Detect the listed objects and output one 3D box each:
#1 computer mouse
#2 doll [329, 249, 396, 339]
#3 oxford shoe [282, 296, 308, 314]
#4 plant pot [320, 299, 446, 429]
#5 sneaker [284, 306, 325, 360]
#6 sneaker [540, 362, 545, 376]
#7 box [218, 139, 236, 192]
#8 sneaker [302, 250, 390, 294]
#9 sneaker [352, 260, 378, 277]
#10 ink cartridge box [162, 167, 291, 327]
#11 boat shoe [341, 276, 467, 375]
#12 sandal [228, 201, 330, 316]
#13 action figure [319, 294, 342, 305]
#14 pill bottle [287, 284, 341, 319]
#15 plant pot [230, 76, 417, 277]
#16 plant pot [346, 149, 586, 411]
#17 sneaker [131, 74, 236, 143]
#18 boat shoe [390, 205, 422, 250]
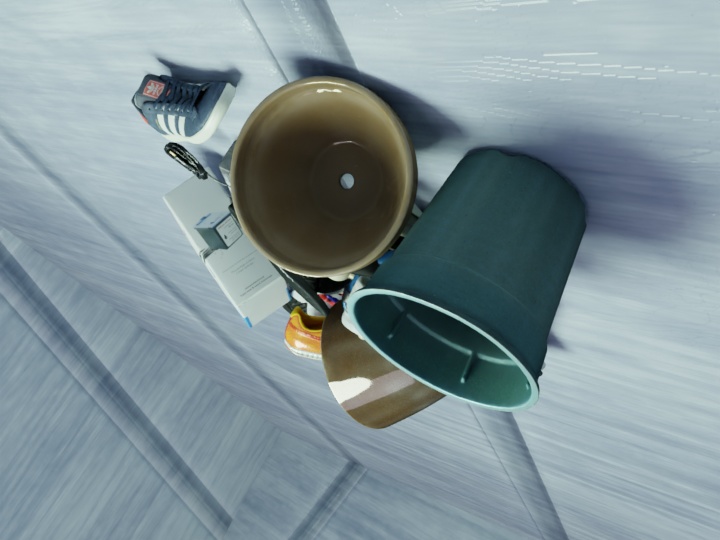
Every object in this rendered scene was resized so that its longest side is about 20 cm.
[{"bbox_3d":[-0.182,-0.104,1.075,0.199,0.034,0.059,34,162,-10],"label":"computer mouse"},{"bbox_3d":[0.041,0.035,0.957,0.199,0.137,0.048,34,-161,13],"label":"doll"},{"bbox_3d":[-0.109,0.009,1.319,0.072,0.085,0.201,-8,124,48],"label":"oxford shoe"},{"bbox_3d":[0.081,0.095,1.053,0.199,0.188,0.187,-24,129,36],"label":"plant pot"},{"bbox_3d":[-0.013,0.102,1.189,0.198,0.078,0.073,11,-161,-10],"label":"sneaker"},{"bbox_3d":[0.219,0.096,1.098,0.129,0.080,0.200,2,139,-30],"label":"sneaker"},{"bbox_3d":[-0.103,-0.086,1.129,0.157,0.049,0.200,26,161,15],"label":"box"},{"bbox_3d":[0.000,0.000,1.091,0.198,0.075,0.079,-3,165,17],"label":"sneaker"},{"bbox_3d":[-0.039,-0.083,0.928,0.200,0.116,0.075,35,-166,32],"label":"sneaker"},{"bbox_3d":[-0.193,-0.031,1.177,0.200,0.086,0.147,52,170,13],"label":"ink cartridge box"},{"bbox_3d":[0.074,0.062,0.888,0.199,0.070,0.071,25,-159,22],"label":"boat shoe"},{"bbox_3d":[-0.087,-0.018,1.007,0.201,0.048,0.075,53,170,-29],"label":"sandal"},{"bbox_3d":[-0.010,0.028,1.175,0.199,0.066,0.052,18,180,-28],"label":"action figure"},{"bbox_3d":[-0.014,0.056,1.266,0.199,0.113,0.112,36,160,-20],"label":"pill bottle"},{"bbox_3d":[-0.028,-0.095,0.839,0.200,0.202,0.093,23,-170,18],"label":"plant pot"},{"bbox_3d":[0.119,0.002,0.786,0.199,0.197,0.201,26,156,13],"label":"plant pot"},{"bbox_3d":[-0.223,-0.204,0.964,0.084,0.075,0.199,35,161,-30],"label":"sneaker"},{"bbox_3d":[0.081,-0.029,0.985,0.201,0.061,0.072,32,161,-7],"label":"boat shoe"}]
